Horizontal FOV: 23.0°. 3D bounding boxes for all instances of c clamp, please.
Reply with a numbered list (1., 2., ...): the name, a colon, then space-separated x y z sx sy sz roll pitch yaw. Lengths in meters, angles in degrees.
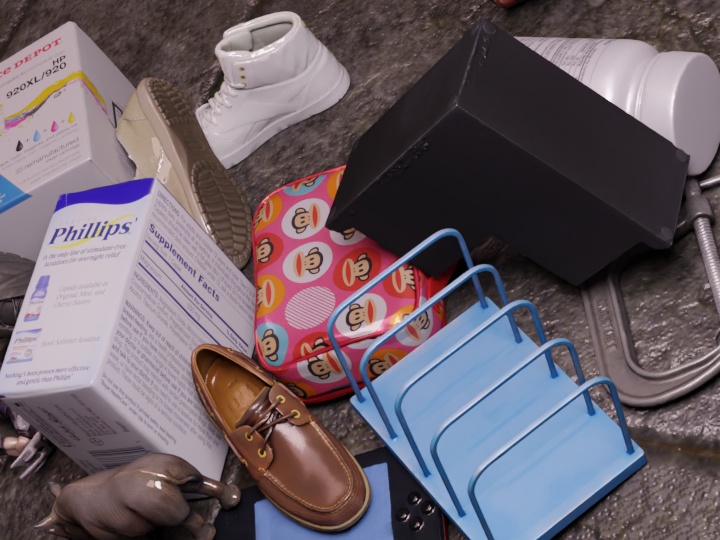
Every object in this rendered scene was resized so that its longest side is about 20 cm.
1. c clamp: 0.246 0.008 1.345 0.169 0.027 0.201 -17 49 20

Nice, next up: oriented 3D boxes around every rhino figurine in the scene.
1. rhino figurine: -0.194 0.191 1.429 0.199 0.087 0.060 -18 49 41

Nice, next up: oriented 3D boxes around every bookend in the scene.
1. bookend: 0.111 -0.061 1.363 0.199 0.199 0.093 -41 24 50

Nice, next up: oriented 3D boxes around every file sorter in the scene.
1. file sorter: 0.085 0.088 1.293 0.138 0.123 0.200 -36 50 -9

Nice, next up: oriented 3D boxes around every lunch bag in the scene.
1. lunch bag: 0.000 0.000 1.468 0.175 0.082 0.201 -19 48 19

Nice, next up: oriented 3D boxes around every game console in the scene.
1. game console: -0.024 0.228 1.344 0.198 0.031 0.178 -19 48 20

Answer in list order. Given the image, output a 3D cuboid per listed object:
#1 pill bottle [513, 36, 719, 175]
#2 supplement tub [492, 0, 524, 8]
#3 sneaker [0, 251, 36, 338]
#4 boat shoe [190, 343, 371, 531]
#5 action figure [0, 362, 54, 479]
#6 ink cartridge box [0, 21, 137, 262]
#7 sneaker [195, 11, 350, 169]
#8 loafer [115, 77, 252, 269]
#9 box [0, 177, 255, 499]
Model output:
1. pill bottle: 0.183 -0.130 1.430 0.199 0.114 0.114 7 61 36
2. supplement tub: 0.193 -0.318 1.576 0.198 0.107 0.108 -22 48 16
3. sneaker: -0.287 0.026 1.573 0.198 0.077 0.091 -12 23 -12
4. boat shoe: -0.070 0.127 1.377 0.072 0.068 0.200 -43 53 -6
5. action figure: -0.321 0.112 1.596 0.199 0.070 0.130 20 57 36
6. ink cartridge box: -0.283 -0.099 1.679 0.146 0.145 0.201 -27 46 13
7. sneaker: -0.121 -0.169 1.653 0.199 0.116 0.074 -30 47 10
8. loafer: -0.162 -0.078 1.615 0.068 0.075 0.201 -37 69 32
9. box: -0.185 0.060 1.469 0.104 0.184 0.201 -7 52 29
